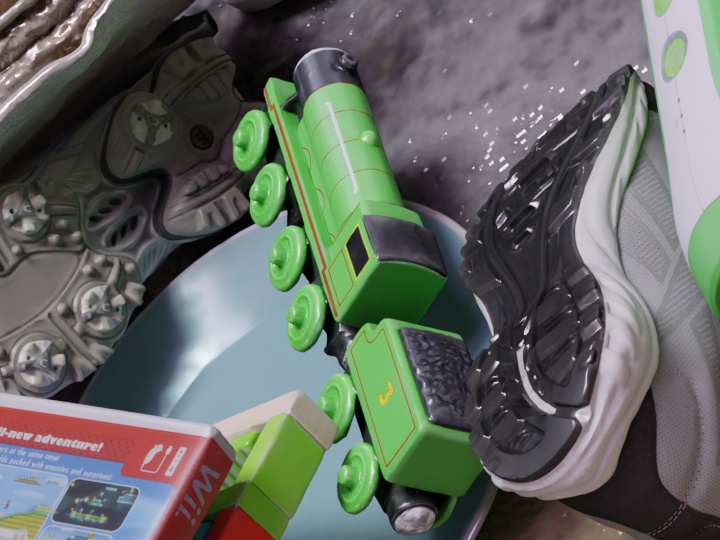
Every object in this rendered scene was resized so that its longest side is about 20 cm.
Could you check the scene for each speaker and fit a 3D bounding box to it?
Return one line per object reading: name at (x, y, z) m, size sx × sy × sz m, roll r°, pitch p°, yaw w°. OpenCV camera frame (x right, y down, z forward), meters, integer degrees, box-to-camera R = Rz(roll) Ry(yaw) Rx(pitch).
speaker at (0.130, -0.074, 0.803) m, size 0.088 × 0.088 × 0.201 m, roll -25°, pitch 47°, yaw 24°

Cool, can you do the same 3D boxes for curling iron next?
curling iron at (-0.144, -0.062, 1.046) m, size 0.200 × 0.026 × 0.050 m, roll -23°, pitch 45°, yaw 24°

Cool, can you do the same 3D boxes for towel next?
towel at (-0.127, -0.061, 0.945) m, size 0.200 × 0.034 × 0.133 m, roll -44°, pitch -1°, yaw -2°

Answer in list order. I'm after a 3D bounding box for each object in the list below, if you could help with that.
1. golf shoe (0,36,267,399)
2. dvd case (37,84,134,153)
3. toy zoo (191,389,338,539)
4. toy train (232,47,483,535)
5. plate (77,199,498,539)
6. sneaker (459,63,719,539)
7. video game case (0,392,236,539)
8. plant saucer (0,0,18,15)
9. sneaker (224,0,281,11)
golf shoe at (-0.116, -0.003, 0.947) m, size 0.200 × 0.078 × 0.097 m, roll -37°, pitch 9°, yaw -33°
dvd case at (-0.170, 0.011, 1.049) m, size 0.142 × 0.018 × 0.201 m, roll 4°, pitch 63°, yaw 43°
toy zoo at (-0.090, 0.130, 0.779) m, size 0.131 × 0.020 × 0.200 m, roll -25°, pitch 28°, yaw 45°
toy train at (0.000, 0.000, 0.849) m, size 0.056 × 0.042 × 0.200 m, roll -57°, pitch 35°, yaw 33°
plate at (-0.025, 0.066, 0.882) m, size 0.200 × 0.026 × 0.201 m, roll -22°, pitch 49°, yaw 28°
sneaker at (0.080, 0.011, 0.807) m, size 0.074 × 0.079 × 0.200 m, roll -44°, pitch 23°, yaw 32°
video game case at (-0.136, 0.121, 0.750) m, size 0.143 × 0.017 × 0.200 m, roll 5°, pitch 55°, yaw 37°
plant saucer at (-0.230, -0.086, 1.101) m, size 0.200 × 0.037 × 0.201 m, roll -28°, pitch 27°, yaw 15°
sneaker at (-0.038, -0.179, 0.967) m, size 0.200 × 0.099 × 0.071 m, roll -54°, pitch 36°, yaw 44°
